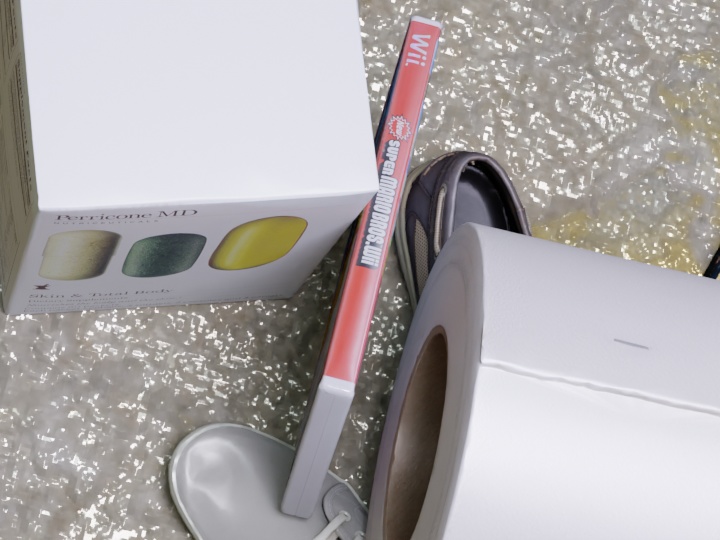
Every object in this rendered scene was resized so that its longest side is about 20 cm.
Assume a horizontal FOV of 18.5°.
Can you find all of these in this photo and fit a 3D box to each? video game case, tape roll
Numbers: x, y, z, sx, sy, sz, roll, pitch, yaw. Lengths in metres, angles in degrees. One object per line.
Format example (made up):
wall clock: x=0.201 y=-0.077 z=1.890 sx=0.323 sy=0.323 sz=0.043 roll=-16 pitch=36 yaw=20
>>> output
video game case: x=0.000 y=0.000 z=1.042 sx=0.017 sy=0.143 sz=0.201 roll=14 pitch=61 yaw=-2
tape roll: x=0.089 y=0.091 z=0.982 sx=0.138 sy=0.203 sz=0.204 roll=12 pitch=74 yaw=-7

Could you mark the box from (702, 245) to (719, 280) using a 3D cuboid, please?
box: x=0.271 y=-0.009 z=1.186 sx=0.136 sy=0.038 sz=0.200 roll=34 pitch=71 yaw=-3

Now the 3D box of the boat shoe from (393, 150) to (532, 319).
boat shoe: x=0.063 y=0.035 z=1.106 sx=0.074 sy=0.073 sz=0.201 roll=-14 pitch=80 yaw=-16

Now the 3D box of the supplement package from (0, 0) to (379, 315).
supplement package: x=-0.092 y=-0.077 z=1.029 sx=0.151 sy=0.200 sz=0.152 roll=-4 pitch=77 yaw=-14

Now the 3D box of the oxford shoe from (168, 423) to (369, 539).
oxford shoe: x=-0.010 y=0.146 z=1.070 sx=0.200 sy=0.058 sz=0.075 roll=44 pitch=74 yaw=2
